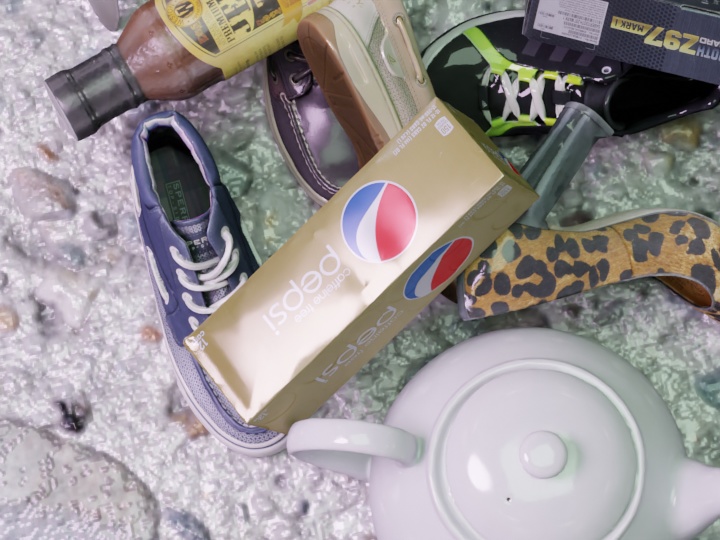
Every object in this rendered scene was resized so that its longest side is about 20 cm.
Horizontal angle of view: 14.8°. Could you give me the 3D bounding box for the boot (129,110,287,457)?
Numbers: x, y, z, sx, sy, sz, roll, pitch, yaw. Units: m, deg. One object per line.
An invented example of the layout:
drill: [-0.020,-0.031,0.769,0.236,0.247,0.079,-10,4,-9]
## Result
boot: [-0.090,0.009,1.608,0.072,0.090,0.201,-22,77,-5]

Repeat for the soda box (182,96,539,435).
soda box: [0.000,0.000,1.531,0.200,0.068,0.064,-44,69,9]

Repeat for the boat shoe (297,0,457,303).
boat shoe: [0.033,-0.073,1.603,0.065,0.072,0.201,-34,112,-18]

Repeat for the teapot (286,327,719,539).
teapot: [0.092,0.115,1.552,0.200,0.146,0.198,-36,78,-7]

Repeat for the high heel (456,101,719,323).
high heel: [0.148,0.019,1.596,0.200,0.071,0.143,41,72,-16]

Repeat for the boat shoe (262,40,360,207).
boat shoe: [-0.027,-0.135,1.657,0.072,0.065,0.201,-10,76,-2]

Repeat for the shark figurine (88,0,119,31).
shark figurine: [-0.092,-0.234,1.637,0.089,0.128,0.215,28,91,-36]

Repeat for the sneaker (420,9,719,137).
sneaker: [0.127,-0.114,1.630,0.199,0.083,0.072,-9,112,-2]

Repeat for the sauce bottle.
sauce bottle: [-0.086,-0.139,1.593,0.199,0.065,0.065,-32,78,-7]

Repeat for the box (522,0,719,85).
box: [0.205,-0.171,1.628,0.199,0.051,0.158,14,37,3]
